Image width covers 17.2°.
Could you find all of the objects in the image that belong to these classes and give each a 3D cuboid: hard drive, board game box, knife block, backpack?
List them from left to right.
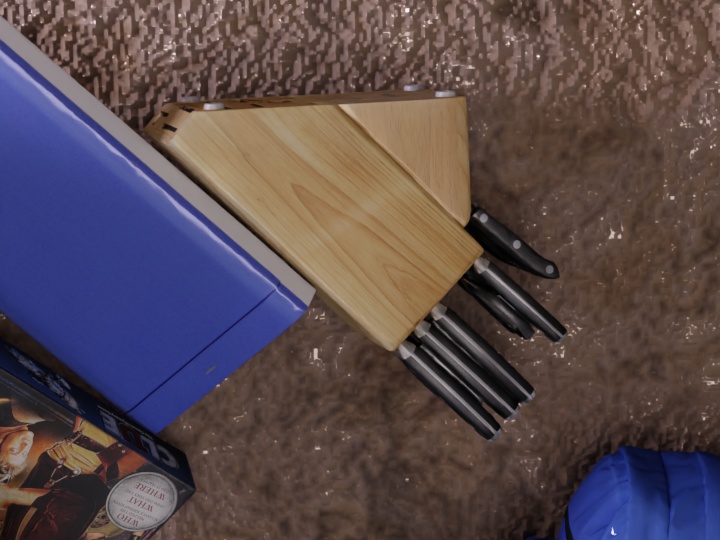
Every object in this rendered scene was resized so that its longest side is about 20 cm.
[{"bbox_3d":[-0.199,0.099,1.164,0.200,0.035,0.136,35,106,-32],"label":"board game box"},{"bbox_3d":[-0.137,-0.017,1.153,0.200,0.025,0.132,41,129,-13],"label":"hard drive"},{"bbox_3d":[0.000,0.000,1.164,0.199,0.064,0.176,-4,98,-17],"label":"knife block"},{"bbox_3d":[0.143,0.190,1.191,0.167,0.163,0.201,10,104,-4],"label":"backpack"}]
